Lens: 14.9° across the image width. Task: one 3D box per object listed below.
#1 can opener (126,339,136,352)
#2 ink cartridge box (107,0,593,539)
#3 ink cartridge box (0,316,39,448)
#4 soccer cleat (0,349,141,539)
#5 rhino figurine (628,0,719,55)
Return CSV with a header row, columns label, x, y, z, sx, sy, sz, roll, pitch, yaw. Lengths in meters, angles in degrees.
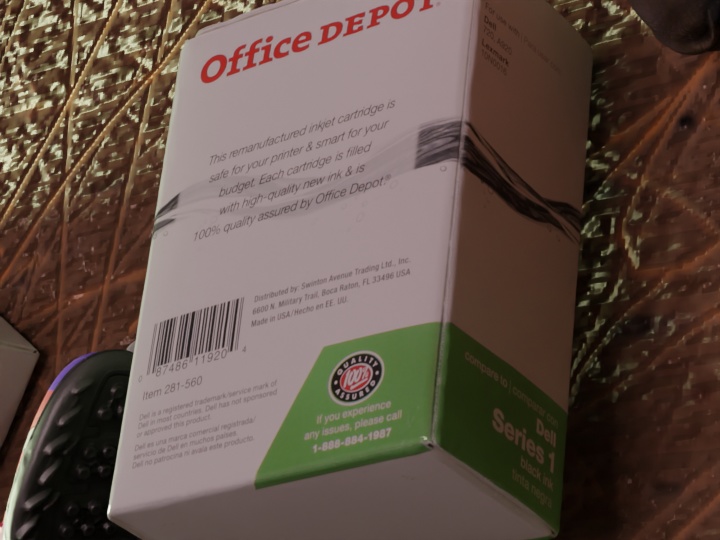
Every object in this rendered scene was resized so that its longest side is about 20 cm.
label,x,y,z,sx,sy,sz,roll,pitch,yaw
can opener,-0.031,0.072,1.077,0.200,0.052,0.067,39,142,51
ink cartridge box,0.000,0.000,0.985,0.146,0.084,0.201,-14,55,35
ink cartridge box,-0.249,0.091,1.297,0.145,0.087,0.201,34,105,50
soccer cleat,-0.127,0.115,1.130,0.073,0.068,0.201,42,128,50
rhino figurine,0.115,-0.163,0.963,0.087,0.060,0.201,-47,41,45
